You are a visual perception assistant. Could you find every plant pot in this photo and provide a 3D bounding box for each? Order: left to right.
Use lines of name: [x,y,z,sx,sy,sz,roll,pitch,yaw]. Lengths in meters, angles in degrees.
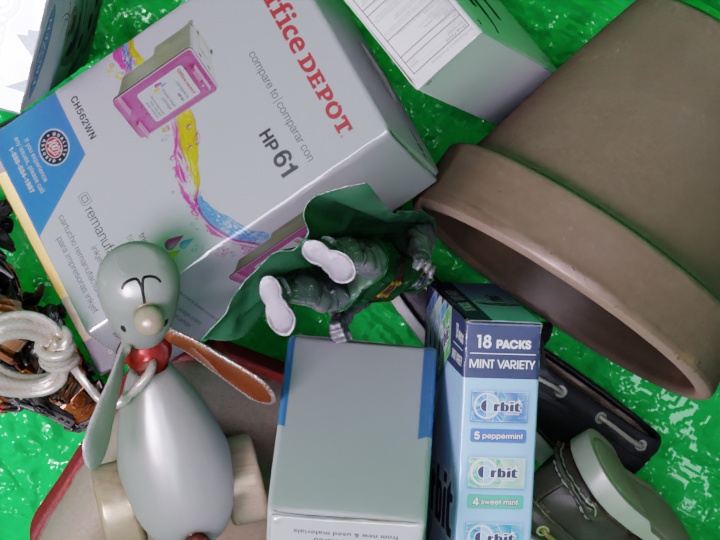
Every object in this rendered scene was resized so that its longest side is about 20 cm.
plant pot: [0.158,-0.051,1.641,0.200,0.200,0.175,36,84,-4]

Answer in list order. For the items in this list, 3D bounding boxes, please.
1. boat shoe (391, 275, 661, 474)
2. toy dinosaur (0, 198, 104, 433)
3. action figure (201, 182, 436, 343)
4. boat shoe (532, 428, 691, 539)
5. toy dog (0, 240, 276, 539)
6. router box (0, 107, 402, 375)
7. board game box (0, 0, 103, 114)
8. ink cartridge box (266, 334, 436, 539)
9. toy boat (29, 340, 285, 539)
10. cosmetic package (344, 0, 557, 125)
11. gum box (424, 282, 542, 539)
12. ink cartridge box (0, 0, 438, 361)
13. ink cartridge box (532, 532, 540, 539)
boat shoe: [0.091,0.053,1.711,0.060,0.074,0.200,-43,99,11]
toy dinosaur: [-0.217,0.027,1.690,0.102,0.136,0.200,-31,141,-5]
action figure: [0.000,0.000,1.563,0.118,0.200,0.055,-39,80,17]
boat shoe: [0.147,0.156,1.689,0.059,0.200,0.072,-31,54,11]
toy dog: [-0.103,0.089,1.550,0.132,0.096,0.200,-31,131,6]
router box: [-0.097,-0.053,1.711,0.200,0.052,0.157,-27,98,9]
board game box: [-0.162,-0.198,1.610,0.043,0.199,0.200,15,102,1]
ink cartridge box: [-0.008,0.158,1.582,0.084,0.145,0.200,4,128,0]
toy boat: [-0.112,0.110,1.712,0.130,0.131,0.200,22,117,-26]
cosmetic package: [0.048,-0.132,1.603,0.051,0.200,0.083,-39,79,10]
gum box: [0.061,0.115,1.597,0.044,0.170,0.200,1,96,-5]
ink cartridge box: [-0.079,-0.063,1.607,0.200,0.085,0.145,-33,63,7]
ink cartridge box: [0.006,0.203,1.743,0.146,0.083,0.200,29,101,-3]
